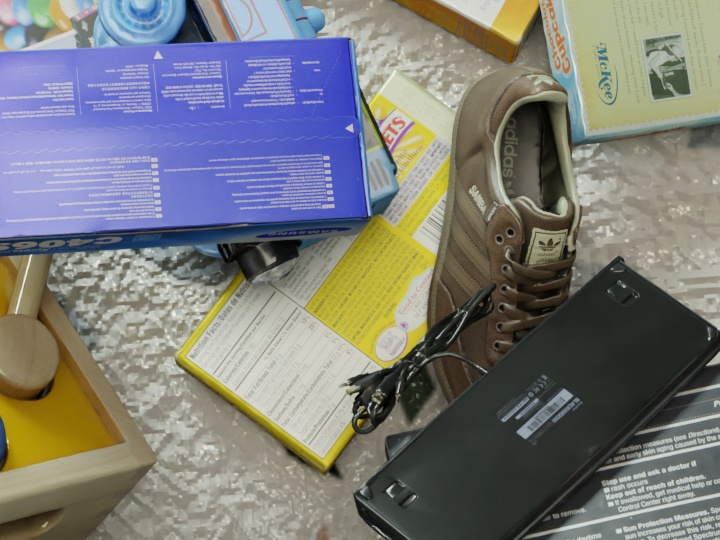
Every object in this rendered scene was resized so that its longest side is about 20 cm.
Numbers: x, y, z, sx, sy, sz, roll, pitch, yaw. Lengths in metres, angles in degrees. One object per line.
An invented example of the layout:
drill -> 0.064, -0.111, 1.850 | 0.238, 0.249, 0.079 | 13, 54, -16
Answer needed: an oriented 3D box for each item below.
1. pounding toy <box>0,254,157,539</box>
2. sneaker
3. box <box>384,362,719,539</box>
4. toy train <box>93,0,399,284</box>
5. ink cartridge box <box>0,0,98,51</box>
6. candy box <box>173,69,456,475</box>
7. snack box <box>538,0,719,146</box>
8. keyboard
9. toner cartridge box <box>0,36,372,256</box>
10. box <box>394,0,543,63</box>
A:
pounding toy -> -0.199, 0.047, 1.411 | 0.142, 0.200, 0.184 | -47, 68, 33
sneaker -> 0.078, -0.006, 1.469 | 0.070, 0.075, 0.201 | -2, 90, -20
box -> 0.130, 0.169, 1.386 | 0.199, 0.124, 0.199 | -12, 48, -1
toy train -> -0.062, -0.095, 1.474 | 0.114, 0.087, 0.201 | -24, 84, -11
ink cartridge box -> -0.184, -0.122, 1.531 | 0.199, 0.042, 0.120 | -33, 80, -7
candy box -> 0.000, 0.000, 1.511 | 0.102, 0.026, 0.200 | 36, 78, 8
snack box -> 0.150, -0.174, 1.522 | 0.116, 0.037, 0.201 | -9, 88, -16
keyboard -> 0.073, 0.062, 1.399 | 0.127, 0.021, 0.200 | 37, 61, 27
toner cartridge box -> -0.099, -0.061, 1.393 | 0.199, 0.043, 0.096 | -3, 79, -12
box -> 0.026, -0.213, 1.557 | 0.199, 0.041, 0.119 | 29, 77, 7
